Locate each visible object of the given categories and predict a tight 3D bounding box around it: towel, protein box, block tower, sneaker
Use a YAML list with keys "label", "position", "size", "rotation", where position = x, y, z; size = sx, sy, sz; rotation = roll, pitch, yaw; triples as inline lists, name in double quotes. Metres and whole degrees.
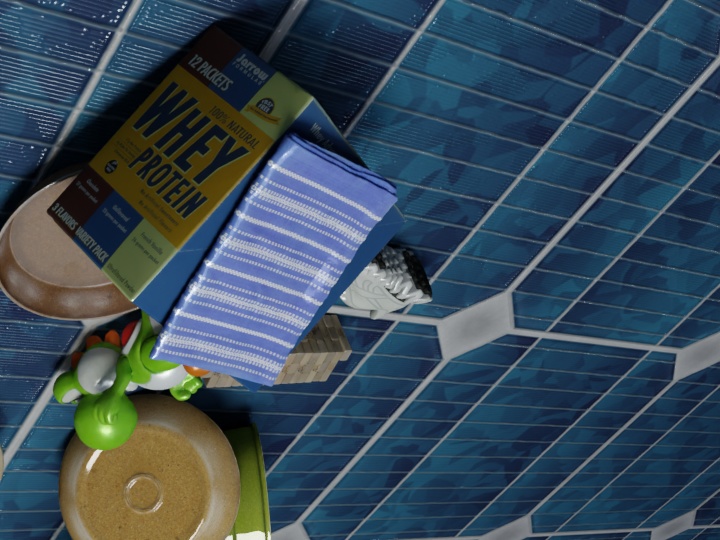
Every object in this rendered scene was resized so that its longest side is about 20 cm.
- label: "towel"
  position: [-0.062, -0.002, 0.905]
  size: [0.144, 0.024, 0.201]
  rotation: [21, 105, -53]
- label: "protein box"
  position: [-0.102, -0.045, 0.960]
  size: [0.200, 0.135, 0.199]
  rotation: [-48, 145, -4]
- label: "block tower"
  position: [-0.110, 0.086, 1.249]
  size: [0.198, 0.054, 0.058]
  rotation: [0, 139, -32]
- label: "sneaker"
  position: [0.000, 0.000, 1.200]
  size: [0.081, 0.076, 0.200]
  rotation: [-27, 146, 18]

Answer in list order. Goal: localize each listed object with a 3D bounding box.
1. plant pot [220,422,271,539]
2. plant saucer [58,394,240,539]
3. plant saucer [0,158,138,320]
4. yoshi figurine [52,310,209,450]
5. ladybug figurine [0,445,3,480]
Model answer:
- label: "plant pot"
  position: [-0.207, 0.286, 1.346]
  size: [0.191, 0.202, 0.201]
  rotation: [-5, 142, -10]
- label: "plant saucer"
  position: [-0.228, 0.234, 1.247]
  size: [0.199, 0.202, 0.035]
  rotation: [-27, 178, 1]
- label: "plant saucer"
  position: [-0.225, -0.033, 1.036]
  size: [0.198, 0.035, 0.201]
  rotation: [-17, 144, -12]
- label: "yoshi figurine"
  position: [-0.208, 0.112, 1.128]
  size: [0.199, 0.113, 0.113]
  rotation: [-22, 128, 26]
- label: "ladybug figurine"
  position: [-0.425, 0.190, 1.161]
  size: [0.135, 0.072, 0.201]
  rotation: [0, 138, -32]
